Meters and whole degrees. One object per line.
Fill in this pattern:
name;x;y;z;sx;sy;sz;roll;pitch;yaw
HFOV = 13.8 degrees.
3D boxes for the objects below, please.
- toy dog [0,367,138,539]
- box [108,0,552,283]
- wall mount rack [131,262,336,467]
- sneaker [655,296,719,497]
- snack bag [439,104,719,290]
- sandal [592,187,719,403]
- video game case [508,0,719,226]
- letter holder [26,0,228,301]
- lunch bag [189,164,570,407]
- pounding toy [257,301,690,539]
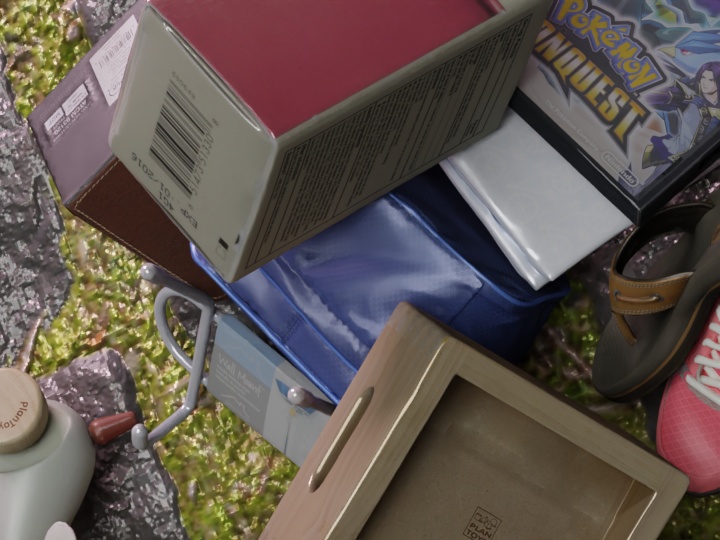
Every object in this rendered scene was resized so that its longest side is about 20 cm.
toy dog;-0.173;0.154;1.759;0.096;0.132;0.201;-9;85;7
box;-0.016;-0.106;1.550;0.109;0.200;0.128;47;146;18
wall mount rack;-0.065;0.072;1.700;0.200;0.074;0.174;38;143;22
sneaker;0.210;0.029;1.616;0.074;0.087;0.201;31;98;24
snack bag;0.115;-0.116;1.659;0.188;0.021;0.200;-34;73;-11
sandal;0.166;-0.001;1.605;0.054;0.200;0.082;21;57;-10
video game case;0.149;-0.149;1.645;0.181;0.026;0.200;-40;69;-14
letter holder;-0.071;-0.100;1.754;0.200;0.142;0.101;-45;39;13
lunch bag;0.000;0.000;1.675;0.200;0.136;0.132;44;107;15
pounding toy;0.029;0.136;1.573;0.184;0.142;0.200;31;92;-16
